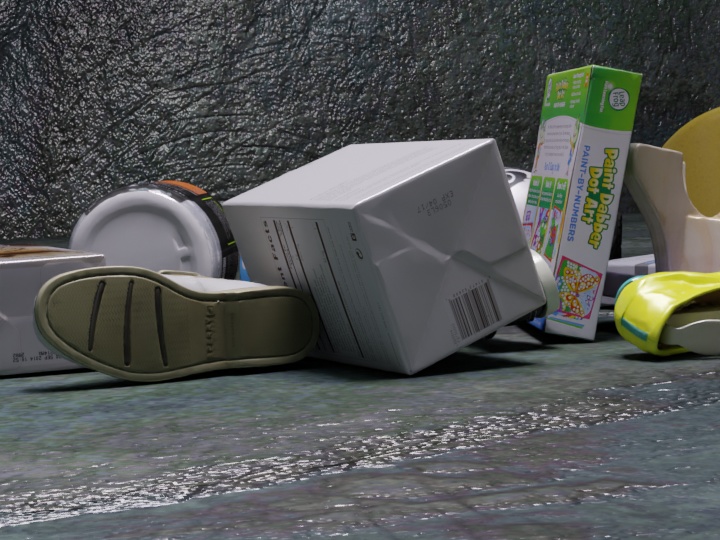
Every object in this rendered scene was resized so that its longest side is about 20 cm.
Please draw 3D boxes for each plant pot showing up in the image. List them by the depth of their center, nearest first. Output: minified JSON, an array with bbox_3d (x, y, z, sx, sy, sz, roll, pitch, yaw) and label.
[{"bbox_3d":[0.496,-0.116,2.431,0.198,0.198,0.193,-10,-2,36],"label":"plant pot"}]

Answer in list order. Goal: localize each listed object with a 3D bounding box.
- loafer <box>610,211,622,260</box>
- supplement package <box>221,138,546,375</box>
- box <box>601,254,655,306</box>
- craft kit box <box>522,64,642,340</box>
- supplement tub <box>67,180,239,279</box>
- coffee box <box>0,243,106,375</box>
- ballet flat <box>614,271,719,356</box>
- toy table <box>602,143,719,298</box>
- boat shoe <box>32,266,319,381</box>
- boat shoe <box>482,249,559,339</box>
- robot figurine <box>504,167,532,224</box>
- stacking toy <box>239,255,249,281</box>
[{"bbox_3d":[0.214,-0.018,1.848,0.070,0.074,0.200,1,4,10],"label":"loafer"},{"bbox_3d":[0.013,-0.013,1.323,0.120,0.121,0.199,-26,14,-25],"label":"supplement package"},{"bbox_3d":[0.319,0.008,1.672,0.198,0.042,0.155,2,6,37],"label":"box"},{"bbox_3d":[0.162,-0.055,1.488,0.048,0.200,0.200,7,4,-4],"label":"craft kit box"},{"bbox_3d":[-0.163,-0.011,1.566,0.121,0.124,0.200,-2,3,4],"label":"supplement tub"},{"bbox_3d":[-0.262,0.025,1.384,0.112,0.081,0.200,-4,5,-25],"label":"coffee box"},{"bbox_3d":[0.270,0.029,1.311,0.198,0.068,0.067,-6,26,-17],"label":"ballet flat"},{"bbox_3d":[0.267,-0.026,1.473,0.199,0.119,0.183,8,0,45],"label":"toy table"},{"bbox_3d":[-0.129,0.037,1.276,0.198,0.076,0.068,7,-4,-30],"label":"boat shoe"},{"bbox_3d":[0.070,0.018,1.435,0.066,0.075,0.199,-26,18,-23],"label":"boat shoe"},{"bbox_3d":[0.126,-0.031,1.689,0.123,0.152,0.200,11,4,1],"label":"robot figurine"},{"bbox_3d":[0.000,0.000,1.663,0.199,0.117,0.109,19,11,38],"label":"stacking toy"}]
